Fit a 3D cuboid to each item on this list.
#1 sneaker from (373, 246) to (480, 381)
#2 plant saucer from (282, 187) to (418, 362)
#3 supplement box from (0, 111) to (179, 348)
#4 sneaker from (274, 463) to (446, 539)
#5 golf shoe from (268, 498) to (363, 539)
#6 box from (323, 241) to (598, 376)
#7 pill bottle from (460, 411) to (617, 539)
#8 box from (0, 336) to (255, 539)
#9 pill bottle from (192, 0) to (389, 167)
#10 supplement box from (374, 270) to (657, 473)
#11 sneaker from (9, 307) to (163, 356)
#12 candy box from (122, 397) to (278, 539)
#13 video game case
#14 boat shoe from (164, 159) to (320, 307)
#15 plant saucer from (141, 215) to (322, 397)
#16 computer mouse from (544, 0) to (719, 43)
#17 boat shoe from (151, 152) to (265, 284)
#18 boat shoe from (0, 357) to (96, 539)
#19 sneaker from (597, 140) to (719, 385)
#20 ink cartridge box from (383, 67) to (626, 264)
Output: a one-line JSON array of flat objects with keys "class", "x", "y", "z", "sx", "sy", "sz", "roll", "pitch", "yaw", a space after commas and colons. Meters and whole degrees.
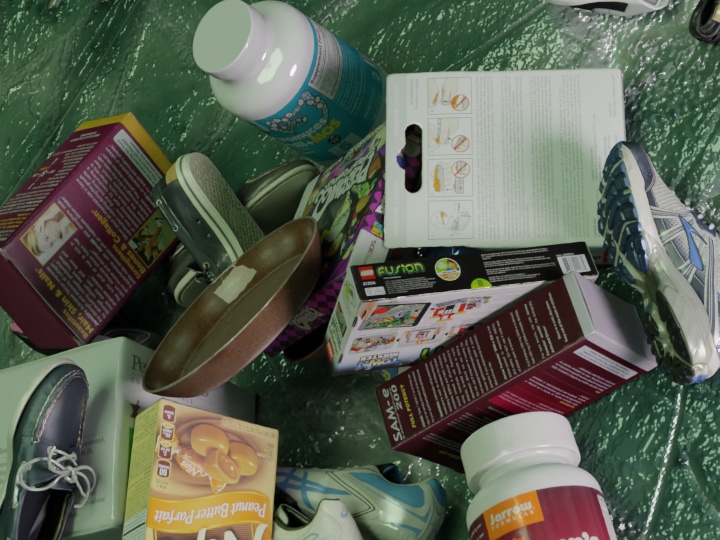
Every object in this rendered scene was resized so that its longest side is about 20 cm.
[{"class": "sneaker", "x": 0.085, "y": 0.024, "z": 1.408, "sx": 0.082, "sy": 0.074, "sz": 0.201, "roll": 42, "pitch": 106, "yaw": 36}, {"class": "plant saucer", "x": 0.000, "y": 0.000, "z": 1.458, "sx": 0.201, "sy": 0.036, "sz": 0.201, "roll": -52, "pitch": 18, "yaw": 24}, {"class": "supplement box", "x": -0.268, "y": -0.038, "z": 1.611, "sx": 0.103, "sy": 0.131, "sz": 0.200, "roll": -3, "pitch": 40, "yaw": 52}, {"class": "sneaker", "x": -0.007, "y": 0.196, "z": 1.422, "sx": 0.199, "sy": 0.072, "sz": 0.073, "roll": 7, "pitch": 51, "yaw": 43}, {"class": "golf shoe", "x": -0.061, "y": 0.250, "z": 1.407, "sx": 0.199, "sy": 0.078, "sz": 0.098, "roll": -26, "pitch": 71, "yaw": 43}, {"class": "box", "x": 0.077, "y": 0.030, "z": 1.307, "sx": 0.110, "sy": 0.198, "sz": 0.035, "roll": 111, "pitch": 147, "yaw": -53}, {"class": "pill bottle", "x": 0.142, "y": 0.217, "z": 1.259, "sx": 0.109, "sy": 0.109, "sz": 0.201, "roll": -30, "pitch": 57, "yaw": 26}, {"class": "box", "x": -0.226, "y": 0.183, "z": 1.505, "sx": 0.199, "sy": 0.199, "sz": 0.173, "roll": -17, "pitch": 63, "yaw": 31}, {"class": "pill bottle", "x": -0.062, "y": -0.175, "z": 1.513, "sx": 0.110, "sy": 0.199, "sz": 0.112, "roll": -15, "pitch": 64, "yaw": 34}, {"class": "supplement box", "x": 0.123, "y": 0.085, "z": 1.326, "sx": 0.199, "sy": 0.109, "sz": 0.061, "roll": -33, "pitch": 57, "yaw": 23}, {"class": "sneaker", "x": -0.271, "y": 0.046, "z": 1.679, "sx": 0.199, "sy": 0.080, "sz": 0.087, "roll": 12, "pitch": 70, "yaw": 35}, {"class": "candy box", "x": -0.134, "y": 0.218, "z": 1.362, "sx": 0.055, "sy": 0.115, "sz": 0.201, "roll": -36, "pitch": 44, "yaw": 50}, {"class": "video game case", "x": -0.018, "y": -0.033, "z": 1.444, "sx": 0.200, "sy": 0.036, "sz": 0.182, "roll": -34, "pitch": 31, "yaw": 56}, {"class": "boat shoe", "x": -0.122, "y": -0.048, "z": 1.600, "sx": 0.200, "sy": 0.067, "sz": 0.057, "roll": -45, "pitch": 56, "yaw": 21}, {"class": "plant saucer", "x": -0.100, "y": 0.037, "z": 1.379, "sx": 0.200, "sy": 0.035, "sz": 0.201, "roll": -40, "pitch": 17, "yaw": 14}, {"class": "computer mouse", "x": 0.239, "y": -0.253, "z": 1.411, "sx": 0.199, "sy": 0.044, "sz": 0.111, "roll": 12, "pitch": 85, "yaw": 35}, {"class": "boat shoe", "x": -0.124, "y": -0.013, "z": 1.534, "sx": 0.062, "sy": 0.075, "sz": 0.201, "roll": -28, "pitch": 100, "yaw": 25}, {"class": "boat shoe", "x": -0.259, "y": 0.173, "z": 1.356, "sx": 0.062, "sy": 0.075, "sz": 0.201, "roll": 17, "pitch": 84, "yaw": 40}, {"class": "sneaker", "x": 0.247, "y": -0.011, "z": 1.284, "sx": 0.077, "sy": 0.085, "sz": 0.201, "roll": 118, "pitch": 137, "yaw": -65}, {"class": "ink cartridge box", "x": 0.121, "y": -0.084, "z": 1.374, "sx": 0.198, "sy": 0.050, "sz": 0.164, "roll": -1, "pitch": 69, "yaw": 6}]
